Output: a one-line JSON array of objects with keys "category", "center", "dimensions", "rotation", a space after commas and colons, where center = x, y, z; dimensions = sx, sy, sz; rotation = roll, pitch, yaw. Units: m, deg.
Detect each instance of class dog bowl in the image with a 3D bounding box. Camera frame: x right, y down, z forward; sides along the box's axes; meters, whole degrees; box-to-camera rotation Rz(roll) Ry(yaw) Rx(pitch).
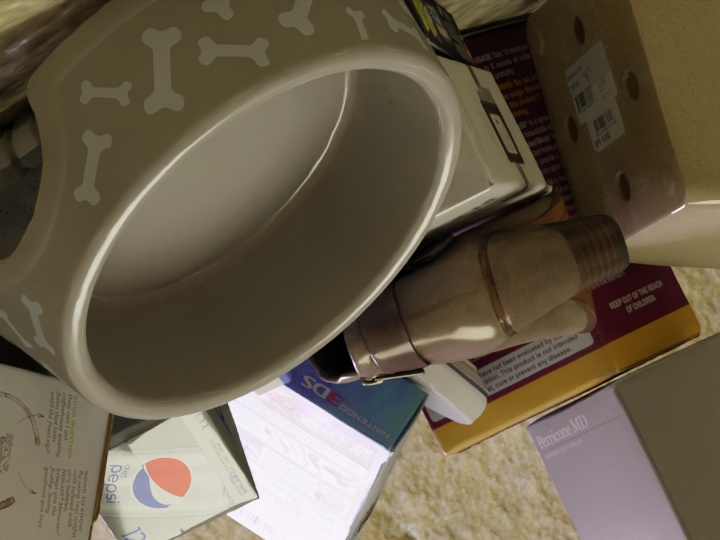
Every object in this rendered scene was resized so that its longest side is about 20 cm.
[{"category": "dog bowl", "center": [-0.048, -0.028, 0.979], "dimensions": [0.200, 0.059, 0.200], "rotation": [-29, 148, -20]}]

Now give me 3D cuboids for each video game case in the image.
[{"category": "video game case", "center": [-0.073, 0.067, 1.460], "dimensions": [0.045, 0.200, 0.181], "rotation": [-55, 174, -29]}]

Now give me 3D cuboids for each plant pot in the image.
[{"category": "plant pot", "center": [0.201, -0.099, 1.385], "dimensions": [0.177, 0.200, 0.200], "rotation": [-14, 173, -19]}]

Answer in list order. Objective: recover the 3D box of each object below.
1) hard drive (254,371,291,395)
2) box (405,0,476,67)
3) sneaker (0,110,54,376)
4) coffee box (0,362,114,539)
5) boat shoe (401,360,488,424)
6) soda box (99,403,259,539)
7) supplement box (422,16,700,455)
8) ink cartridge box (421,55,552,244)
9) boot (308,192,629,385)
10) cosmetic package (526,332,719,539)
[{"category": "hard drive", "center": [-0.068, -0.010, 1.207], "dimensions": [0.025, 0.132, 0.200], "rotation": [-24, 176, -2]}, {"category": "box", "center": [-0.011, -0.089, 1.231], "dimensions": [0.110, 0.035, 0.200], "rotation": [-26, 176, 7]}, {"category": "sneaker", "center": [-0.100, -0.014, 1.071], "dimensions": [0.200, 0.116, 0.075], "rotation": [-27, 176, 28]}, {"category": "coffee box", "center": [-0.201, 0.063, 0.983], "dimensions": [0.114, 0.080, 0.200], "rotation": [1, 168, 40]}, {"category": "boat shoe", "center": [0.000, 0.000, 1.403], "dimensions": [0.070, 0.200, 0.071], "rotation": [-53, -167, -12]}, {"category": "soda box", "center": [-0.103, 0.030, 1.165], "dimensions": [0.063, 0.068, 0.200], "rotation": [-26, -142, 2]}, {"category": "supplement box", "center": [0.074, -0.019, 1.473], "dimensions": [0.131, 0.200, 0.103], "rotation": [-28, 176, 36]}, {"category": "ink cartridge box", "center": [0.015, -0.042, 1.255], "dimensions": [0.116, 0.067, 0.200], "rotation": [-27, 176, 11]}, {"category": "boot", "center": [0.043, 0.015, 1.289], "dimensions": [0.146, 0.070, 0.200], "rotation": [-19, 174, -9]}, {"category": "cosmetic package", "center": [0.183, 0.145, 1.440], "dimensions": [0.090, 0.200, 0.107], "rotation": [-26, 173, -29]}]
